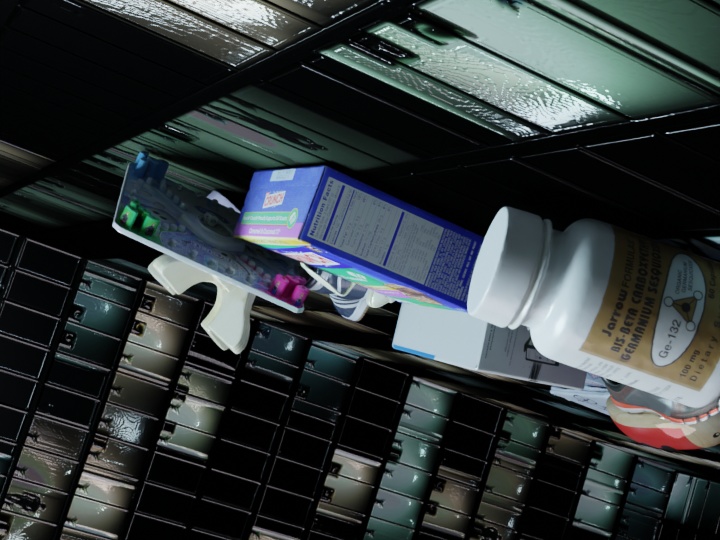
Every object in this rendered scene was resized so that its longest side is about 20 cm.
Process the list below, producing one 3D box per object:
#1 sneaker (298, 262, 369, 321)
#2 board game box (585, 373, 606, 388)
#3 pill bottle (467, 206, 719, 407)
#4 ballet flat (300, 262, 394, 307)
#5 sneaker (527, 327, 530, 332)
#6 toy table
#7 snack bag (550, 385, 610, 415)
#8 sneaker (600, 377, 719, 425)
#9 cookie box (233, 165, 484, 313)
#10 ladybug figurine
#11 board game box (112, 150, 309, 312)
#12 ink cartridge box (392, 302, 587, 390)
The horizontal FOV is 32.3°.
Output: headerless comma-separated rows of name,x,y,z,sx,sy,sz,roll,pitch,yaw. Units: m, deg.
sneaker,-0.034,0.012,1.586,0.108,0.071,0.200,14,166,-9
board game box,0.387,0.170,1.852,0.198,0.041,0.200,19,172,-5
pill bottle,0.190,0.023,0.962,0.199,0.115,0.114,19,173,-5
ballet flat,0.000,0.000,1.423,0.199,0.072,0.069,19,172,-11
sneaker,0.218,0.057,1.312,0.115,0.075,0.200,18,174,19
toy table,-0.158,0.009,1.466,0.184,0.117,0.200,35,165,48
snack bag,0.401,0.205,1.831,0.188,0.022,0.200,21,171,-14
sneaker,0.371,0.137,1.540,0.082,0.077,0.199,44,151,-25
cookie box,0.003,-0.029,1.183,0.199,0.076,0.171,23,173,-25
ladybug figurine,0.411,0.190,1.637,0.135,0.072,0.199,-18,-170,-33
board game box,-0.146,-0.044,1.256,0.199,0.026,0.200,26,-163,-15
ink cartridge box,0.162,0.081,1.488,0.199,0.085,0.146,13,178,-42
